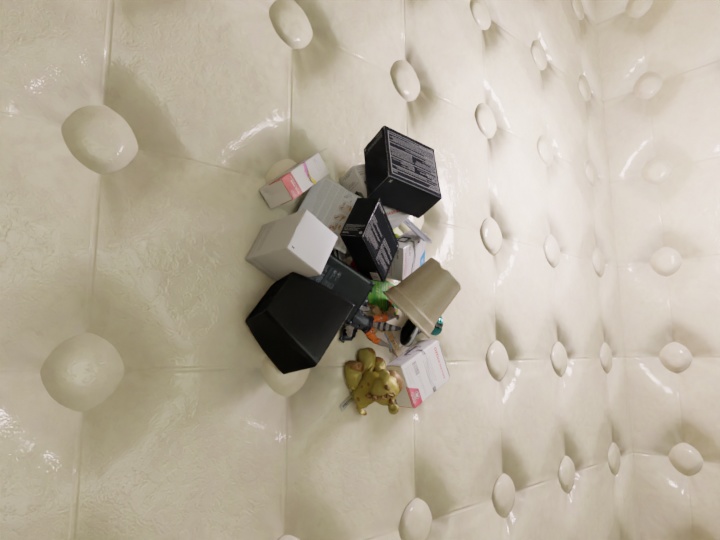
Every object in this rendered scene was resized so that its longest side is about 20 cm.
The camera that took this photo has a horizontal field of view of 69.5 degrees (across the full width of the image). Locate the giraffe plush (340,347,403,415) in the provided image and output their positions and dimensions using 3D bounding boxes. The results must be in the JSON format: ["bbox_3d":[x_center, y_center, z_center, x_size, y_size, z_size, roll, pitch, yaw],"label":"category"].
[{"bbox_3d":[0.050,0.329,1.498,0.173,0.161,0.201,50,54,-25],"label":"giraffe plush"}]

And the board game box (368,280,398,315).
[{"bbox_3d":[0.051,0.068,1.635,0.199,0.030,0.096,27,67,-33],"label":"board game box"}]

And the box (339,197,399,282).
[{"bbox_3d":[0.030,-0.086,1.468,0.142,0.078,0.201,-63,145,-30],"label":"box"}]

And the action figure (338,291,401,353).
[{"bbox_3d":[0.023,0.126,1.519,0.192,0.105,0.202,19,77,-8],"label":"action figure"}]

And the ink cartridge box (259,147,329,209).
[{"bbox_3d":[-0.167,-0.255,1.428,0.200,0.116,0.068,-45,111,-37],"label":"ink cartridge box"}]

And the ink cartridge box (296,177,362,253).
[{"bbox_3d":[-0.088,-0.157,1.484,0.173,0.044,0.201,28,62,-6],"label":"ink cartridge box"}]

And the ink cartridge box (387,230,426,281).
[{"bbox_3d":[0.135,-0.041,1.657,0.200,0.066,0.117,-33,130,-50],"label":"ink cartridge box"}]

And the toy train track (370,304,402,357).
[{"bbox_3d":[0.077,0.190,1.634,0.115,0.032,0.201,-43,120,-27],"label":"toy train track"}]

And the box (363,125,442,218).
[{"bbox_3d":[0.122,-0.291,1.554,0.199,0.123,0.200,17,52,-29],"label":"box"}]

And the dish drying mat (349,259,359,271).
[{"bbox_3d":[0.000,0.000,1.539,0.077,0.018,0.201,35,51,-19],"label":"dish drying mat"}]

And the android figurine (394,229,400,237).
[{"bbox_3d":[0.053,-0.114,1.659,0.182,0.041,0.201,35,60,-33],"label":"android figurine"}]

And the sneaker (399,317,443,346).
[{"bbox_3d":[0.210,0.191,1.727,0.121,0.083,0.201,40,57,-19],"label":"sneaker"}]

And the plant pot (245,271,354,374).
[{"bbox_3d":[-0.170,0.123,1.323,0.177,0.200,0.200,43,57,-16],"label":"plant pot"}]

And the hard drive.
[{"bbox_3d":[-0.077,0.040,1.440,0.199,0.033,0.140,34,87,-11],"label":"hard drive"}]

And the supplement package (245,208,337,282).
[{"bbox_3d":[-0.178,-0.056,1.330,0.120,0.199,0.122,40,59,-30],"label":"supplement package"}]

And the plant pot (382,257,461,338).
[{"bbox_3d":[0.200,0.071,1.571,0.183,0.200,0.200,-45,117,0],"label":"plant pot"}]

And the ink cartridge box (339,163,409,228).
[{"bbox_3d":[0.049,-0.226,1.605,0.145,0.084,0.201,-21,78,-43],"label":"ink cartridge box"}]

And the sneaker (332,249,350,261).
[{"bbox_3d":[-0.051,-0.034,1.525,0.115,0.075,0.202,0,81,-40],"label":"sneaker"}]

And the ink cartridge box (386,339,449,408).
[{"bbox_3d":[0.187,0.329,1.677,0.199,0.084,0.147,-25,100,-40],"label":"ink cartridge box"}]

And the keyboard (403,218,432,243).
[{"bbox_3d":[0.154,-0.153,1.680,0.056,0.011,0.200,1,39,-51],"label":"keyboard"}]
